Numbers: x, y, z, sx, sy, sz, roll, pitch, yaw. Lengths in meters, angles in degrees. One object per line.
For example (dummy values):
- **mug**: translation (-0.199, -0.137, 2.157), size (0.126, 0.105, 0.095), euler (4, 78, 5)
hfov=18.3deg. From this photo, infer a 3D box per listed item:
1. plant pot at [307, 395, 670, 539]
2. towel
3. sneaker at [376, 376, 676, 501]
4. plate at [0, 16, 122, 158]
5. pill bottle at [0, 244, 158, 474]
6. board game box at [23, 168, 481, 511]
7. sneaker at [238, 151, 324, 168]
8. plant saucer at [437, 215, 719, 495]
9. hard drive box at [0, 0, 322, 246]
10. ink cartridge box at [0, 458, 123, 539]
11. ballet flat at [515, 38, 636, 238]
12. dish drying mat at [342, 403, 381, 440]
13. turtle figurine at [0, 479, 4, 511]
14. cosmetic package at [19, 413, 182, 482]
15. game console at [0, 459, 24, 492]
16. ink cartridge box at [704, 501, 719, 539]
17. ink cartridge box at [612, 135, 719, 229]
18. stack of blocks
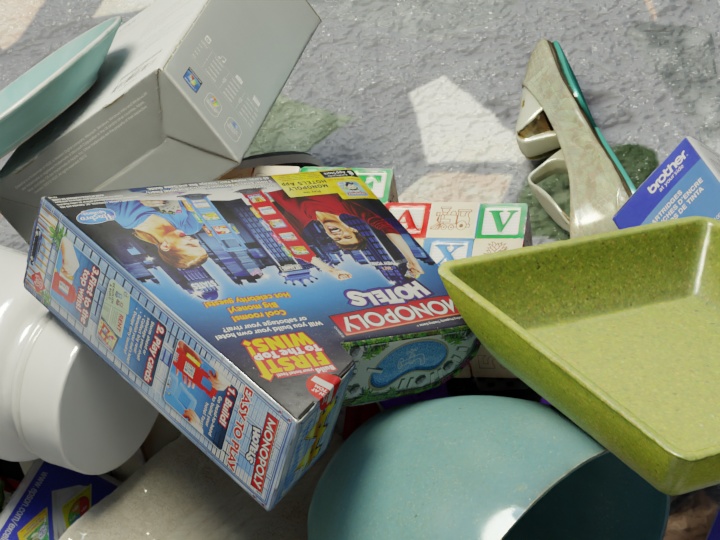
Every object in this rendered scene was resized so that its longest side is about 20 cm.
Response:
- **plant pot**: translation (0.050, 0.144, 1.182), size (0.134, 0.201, 0.200), euler (34, 60, 32)
- **towel**: translation (-0.075, 0.155, 1.260), size (0.132, 0.035, 0.200), euler (41, 58, 17)
- **sneaker**: translation (0.100, 0.066, 1.322), size (0.199, 0.100, 0.070), euler (16, 45, 20)
- **plate**: translation (-0.220, -0.087, 1.354), size (0.200, 0.026, 0.200), euler (-35, 12, 8)
- **pill bottle**: translation (-0.214, 0.042, 1.266), size (0.199, 0.114, 0.113), euler (17, 51, 32)
- **board game box**: translation (-0.044, 0.032, 1.167), size (0.199, 0.062, 0.200), euler (-7, 40, -33)
- **sneaker**: translation (-0.124, -0.073, 1.554), size (0.199, 0.084, 0.121), euler (-13, 52, 2)
- **plant saucer**: translation (0.168, 0.047, 1.148), size (0.199, 0.048, 0.200), euler (-10, 33, -34)
- **hard drive box**: translation (-0.125, -0.105, 1.391), size (0.155, 0.077, 0.200), euler (-31, 20, 30)
- **ink cartridge box**: translation (-0.139, 0.222, 1.256), size (0.199, 0.047, 0.198), euler (28, 51, 2)
- **ballet flat**: translation (0.135, -0.085, 1.510), size (0.062, 0.068, 0.201), euler (-24, 43, 3)
- **dish drying mat**: translation (0.024, 0.120, 1.352), size (0.076, 0.018, 0.201), euler (4, 44, 4)
- **turtle figurine**: translation (-0.318, 0.096, 1.360), size (0.194, 0.201, 0.144), euler (37, 27, 15)
- **cosmetic package**: translation (-0.128, 0.047, 1.386), size (0.103, 0.088, 0.201), euler (10, 48, 21)
- **game console**: translation (-0.133, 0.075, 1.436), size (0.176, 0.031, 0.201), euler (9, 48, 23)
- **ink cartridge box**: translation (0.258, 0.184, 1.165), size (0.199, 0.043, 0.199), euler (15, 72, 29)
- **ink cartridge box**: translation (0.239, 0.007, 1.325), size (0.076, 0.136, 0.201), euler (-47, 40, 20)
- **stack of blocks**: translation (0.000, 0.000, 1.304), size (0.198, 0.059, 0.116), euler (1, 47, 13)
